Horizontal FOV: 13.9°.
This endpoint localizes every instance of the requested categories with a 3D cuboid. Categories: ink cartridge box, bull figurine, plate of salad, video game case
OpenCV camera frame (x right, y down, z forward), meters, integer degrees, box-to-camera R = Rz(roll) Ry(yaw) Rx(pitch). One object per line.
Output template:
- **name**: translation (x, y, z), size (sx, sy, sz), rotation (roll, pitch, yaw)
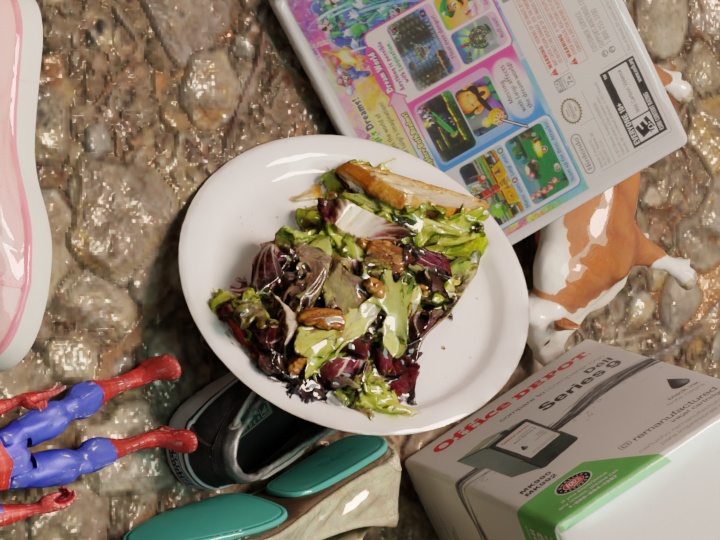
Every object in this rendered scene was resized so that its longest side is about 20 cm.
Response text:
- **ink cartridge box**: translation (0.134, 0.121, 1.671), size (0.146, 0.200, 0.084), rotation (-32, 109, -17)
- **bull figurine**: translation (0.144, -0.040, 1.795), size (0.121, 0.065, 0.201), rotation (5, 87, -43)
- **plate of salad**: translation (0.000, 0.000, 1.614), size (0.199, 0.048, 0.201), rotation (10, 53, -13)
- **video game case**: translation (0.070, -0.115, 1.701), size (0.182, 0.024, 0.201), rotation (-30, 111, -4)

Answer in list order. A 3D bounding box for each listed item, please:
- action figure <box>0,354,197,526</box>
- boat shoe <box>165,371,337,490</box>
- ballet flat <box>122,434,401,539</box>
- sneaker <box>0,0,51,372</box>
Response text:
- **action figure**: translation (-0.173, 0.093, 1.526), size (0.199, 0.052, 0.066), rotation (-18, 103, -38)
- **boat shoe**: translation (-0.021, 0.054, 1.644), size (0.199, 0.068, 0.074), rotation (-33, 110, -37)
- **ballet flat**: translation (-0.048, 0.148, 1.622), size (0.199, 0.067, 0.063), rotation (-20, 111, -39)
- **sneaker**: translation (-0.213, -0.052, 1.474), size (0.104, 0.075, 0.201), rotation (10, 75, -45)
